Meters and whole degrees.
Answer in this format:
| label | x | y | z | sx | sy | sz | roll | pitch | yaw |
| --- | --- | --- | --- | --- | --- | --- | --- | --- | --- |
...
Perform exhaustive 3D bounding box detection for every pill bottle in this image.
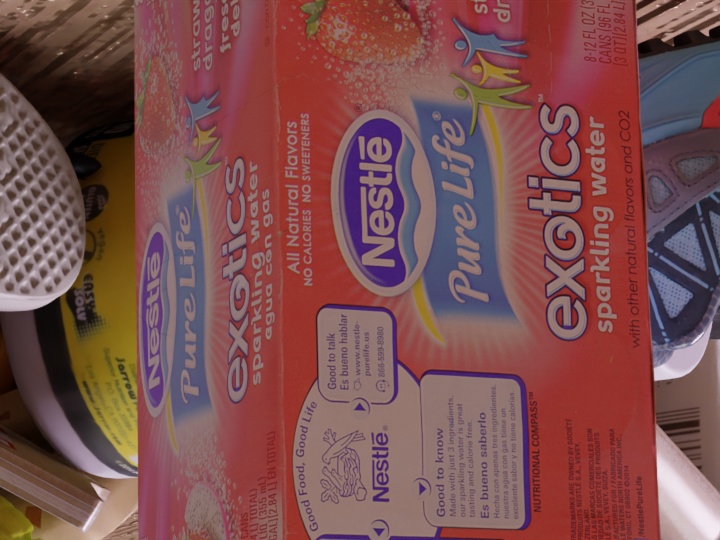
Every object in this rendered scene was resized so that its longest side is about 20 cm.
| label | x | y | z | sx | sy | sz | roll | pitch | yaw |
| --- | --- | --- | --- | --- | --- | --- | --- | --- | --- |
| pill bottle | 0.000 | 0.000 | 0.841 | 0.200 | 0.113 | 0.112 | -7 | 167 | 25 |

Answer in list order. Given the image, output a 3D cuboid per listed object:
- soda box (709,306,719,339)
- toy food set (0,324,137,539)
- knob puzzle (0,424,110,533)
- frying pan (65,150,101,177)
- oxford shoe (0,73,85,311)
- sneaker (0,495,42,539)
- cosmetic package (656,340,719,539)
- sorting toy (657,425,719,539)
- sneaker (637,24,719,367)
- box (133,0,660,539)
| label | x | y | z | sx | sy | sz | roll | pitch | yaw |
| --- | --- | --- | --- | --- | --- | --- | --- | --- | --- |
| soda box | 0.206 | -0.012 | 0.933 | 0.200 | 0.063 | 0.071 | 0 | 168 | -12 |
| toy food set | -0.154 | 0.053 | 0.979 | 0.198 | 0.200 | 0.049 | -11 | 127 | 12 |
| knob puzzle | -0.169 | 0.033 | 0.838 | 0.219 | 0.030 | 0.220 | 28 | 176 | 2 |
| frying pan | -0.182 | -0.044 | 0.799 | 0.190 | 0.031 | 0.115 | -5 | 171 | 11 |
| oxford shoe | -0.155 | -0.036 | 0.747 | 0.058 | 0.075 | 0.200 | -17 | 155 | 39 |
| sneaker | -0.172 | 0.090 | 0.875 | 0.200 | 0.084 | 0.074 | 23 | -173 | 34 |
| cosmetic package | 0.166 | 0.126 | 1.333 | 0.165 | 0.165 | 0.200 | -12 | 163 | 41 |
| sorting toy | 0.035 | 0.071 | 1.219 | 0.200 | 0.037 | 0.185 | -15 | 132 | 39 |
| sneaker | 0.147 | -0.024 | 0.746 | 0.200 | 0.096 | 0.079 | -14 | 171 | -4 |
| box | 0.005 | 0.010 | 0.678 | 0.102 | 0.200 | 0.095 | 4 | 167 | -26 |
